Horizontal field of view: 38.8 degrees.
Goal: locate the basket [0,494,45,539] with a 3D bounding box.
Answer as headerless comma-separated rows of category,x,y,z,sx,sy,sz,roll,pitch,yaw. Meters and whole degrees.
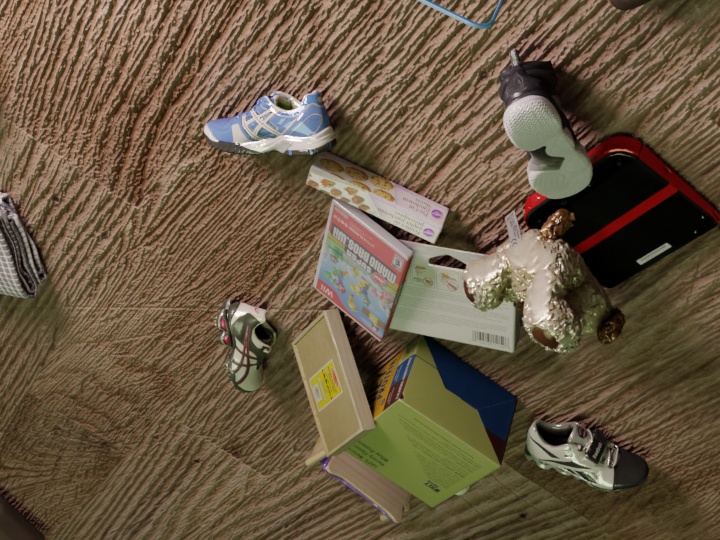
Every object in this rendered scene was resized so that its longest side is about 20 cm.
basket,-0.934,0.656,2.613,0.177,0.137,0.202,-10,125,27

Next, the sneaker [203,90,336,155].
sneaker,-0.122,-0.198,1.359,0.196,0.076,0.079,2,112,25

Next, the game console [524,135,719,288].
game console,0.321,-0.070,1.290,0.176,0.031,0.200,34,139,-16

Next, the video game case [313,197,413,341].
video game case,0.000,0.000,1.494,0.142,0.017,0.202,38,143,18

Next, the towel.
towel,-0.652,-0.044,1.768,0.162,0.086,0.202,9,137,17

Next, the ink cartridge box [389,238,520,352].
ink cartridge box,0.132,0.025,1.471,0.196,0.044,0.176,10,131,18

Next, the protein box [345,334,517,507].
protein box,0.108,0.244,1.641,0.197,0.136,0.200,33,138,-10

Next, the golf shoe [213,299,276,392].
golf shoe,-0.184,0.137,1.727,0.086,0.078,0.202,3,135,14

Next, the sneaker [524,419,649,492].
sneaker,0.355,0.285,1.603,0.196,0.075,0.089,11,140,16

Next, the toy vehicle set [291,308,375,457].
toy vehicle set,-0.045,0.180,1.631,0.026,0.203,0.124,-5,157,-35

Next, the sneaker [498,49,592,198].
sneaker,0.214,-0.172,1.186,0.074,0.116,0.200,-16,148,20

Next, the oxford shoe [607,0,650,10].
oxford shoe,0.311,-0.315,0.998,0.071,0.073,0.200,36,139,-14

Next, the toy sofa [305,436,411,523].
toy sofa,-0.002,0.385,1.874,0.199,0.098,0.083,39,138,-16

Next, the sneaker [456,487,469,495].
sneaker,0.104,0.346,1.793,0.198,0.082,0.075,35,137,-13

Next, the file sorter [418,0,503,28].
file sorter,0.120,-0.365,1.007,0.137,0.124,0.201,25,139,0

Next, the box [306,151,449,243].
box,0.023,-0.102,1.396,0.197,0.042,0.039,26,140,2

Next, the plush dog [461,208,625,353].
plush dog,0.255,0.023,1.322,0.199,0.162,0.171,30,176,46
